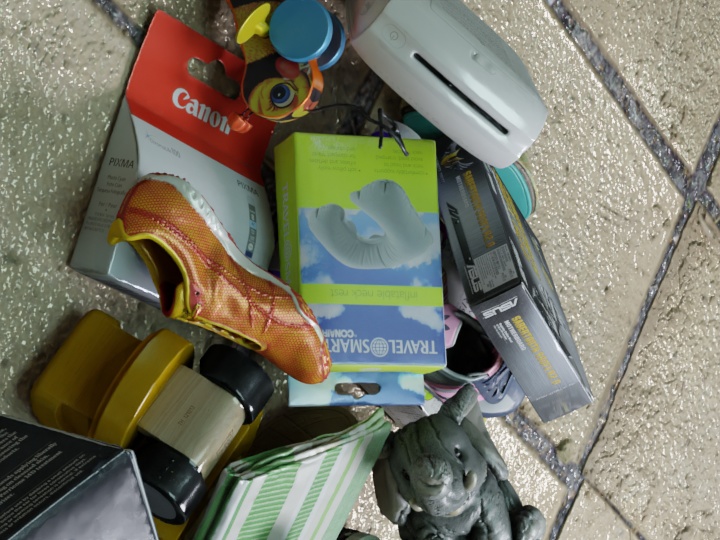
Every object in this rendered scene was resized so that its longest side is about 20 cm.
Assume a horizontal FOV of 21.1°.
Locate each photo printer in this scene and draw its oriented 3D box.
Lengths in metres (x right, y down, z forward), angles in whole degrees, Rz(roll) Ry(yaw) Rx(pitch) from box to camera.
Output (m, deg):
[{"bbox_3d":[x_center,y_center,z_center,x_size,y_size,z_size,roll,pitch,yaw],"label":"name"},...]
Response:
[{"bbox_3d":[0.064,-0.162,1.479,0.166,0.200,0.070,39,103,-14],"label":"photo printer"}]

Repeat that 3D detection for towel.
[{"bbox_3d":[-0.061,0.182,1.419,0.199,0.023,0.154,-16,136,-56],"label":"towel"}]

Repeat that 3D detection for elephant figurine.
[{"bbox_3d":[0.065,0.159,1.527,0.142,0.154,0.201,-48,134,-28],"label":"elephant figurine"}]

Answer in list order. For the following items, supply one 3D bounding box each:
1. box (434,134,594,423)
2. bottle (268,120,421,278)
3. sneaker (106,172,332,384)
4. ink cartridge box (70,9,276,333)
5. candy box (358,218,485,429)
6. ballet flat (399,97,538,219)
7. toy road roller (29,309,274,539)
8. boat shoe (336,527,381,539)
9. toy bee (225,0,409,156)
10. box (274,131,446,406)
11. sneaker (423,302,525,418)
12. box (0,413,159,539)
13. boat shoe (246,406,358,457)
[{"bbox_3d":[0.119,0.001,1.576,0.159,0.048,0.201,54,15,-40],"label":"box"},{"bbox_3d":[-0.013,-0.031,1.536,0.084,0.065,0.201,47,61,-27],"label":"bottle"},{"bbox_3d":[-0.101,0.020,1.361,0.200,0.073,0.077,43,64,-19],"label":"sneaker"},{"bbox_3d":[-0.117,-0.068,1.424,0.160,0.047,0.202,27,78,-49],"label":"ink cartridge box"},{"bbox_3d":[0.052,0.049,1.635,0.200,0.061,0.137,48,61,-43],"label":"candy box"},{"bbox_3d":[0.101,-0.115,1.662,0.200,0.070,0.071,40,67,-45],"label":"ballet flat"},{"bbox_3d":[-0.155,0.113,1.383,0.123,0.145,0.200,-55,170,-27],"label":"toy road roller"},{"bbox_3d":[-0.064,0.278,1.541,0.201,0.060,0.072,-39,125,-31],"label":"boat shoe"},{"bbox_3d":[-0.062,-0.156,1.421,0.108,0.201,0.131,-29,152,8],"label":"toy bee"},{"bbox_3d":[0.000,0.000,1.467,0.121,0.048,0.202,1,79,-22],"label":"box"},{"bbox_3d":[0.093,0.079,1.578,0.199,0.082,0.071,29,77,-48],"label":"sneaker"},{"bbox_3d":[-0.225,0.207,1.235,0.124,0.195,0.202,-35,123,-38],"label":"box"},{"bbox_3d":[-0.074,0.184,1.515,0.200,0.073,0.070,-43,152,-33],"label":"boat shoe"}]
